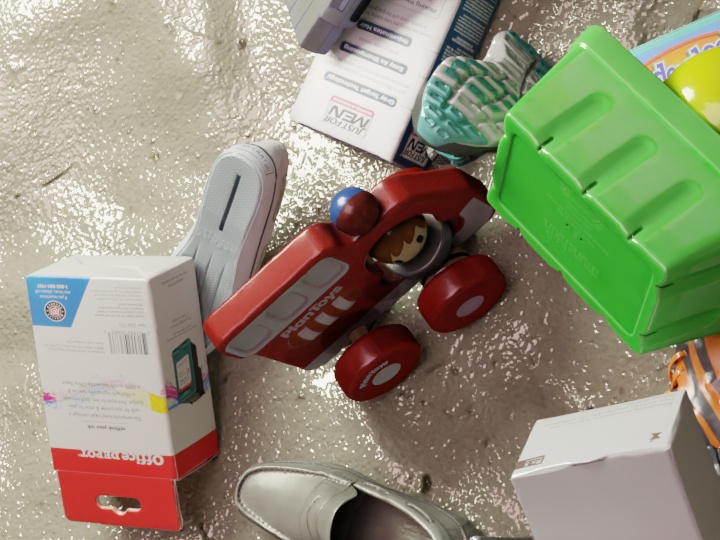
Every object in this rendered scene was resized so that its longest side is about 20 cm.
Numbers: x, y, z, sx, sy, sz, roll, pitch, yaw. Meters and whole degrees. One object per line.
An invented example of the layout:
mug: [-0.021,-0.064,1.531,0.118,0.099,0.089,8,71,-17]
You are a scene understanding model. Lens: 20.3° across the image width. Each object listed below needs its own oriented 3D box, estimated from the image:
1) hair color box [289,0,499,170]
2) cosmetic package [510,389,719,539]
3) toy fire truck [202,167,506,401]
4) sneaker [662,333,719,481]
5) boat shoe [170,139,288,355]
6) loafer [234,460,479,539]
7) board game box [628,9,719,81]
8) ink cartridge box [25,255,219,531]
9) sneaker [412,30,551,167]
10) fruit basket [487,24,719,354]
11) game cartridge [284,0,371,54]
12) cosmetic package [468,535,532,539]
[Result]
hair color box: [0.036,-0.183,1.515,0.100,0.060,0.201,25,92,29]
cosmetic package: [0.186,0.188,1.306,0.113,0.081,0.201,-12,109,24]
toy fire truck: [0.000,0.000,1.440,0.200,0.168,0.112,-41,66,15]
sneaker: [0.208,0.101,1.377,0.199,0.078,0.112,-11,68,20]
boat shoe: [-0.101,-0.011,1.553,0.073,0.067,0.200,38,121,15]
loafer: [-0.010,0.179,1.468,0.199,0.070,0.070,10,85,28]
board game box: [0.253,-0.074,1.393,0.152,0.045,0.201,-22,72,23]
ink cartridge box: [-0.180,0.093,1.550,0.116,0.067,0.201,2,106,28]
sneaker: [0.077,-0.103,1.418,0.078,0.200,0.091,46,117,7]
fruit basket: [0.214,-0.072,1.331,0.215,0.156,0.216,3,52,-4]
game cartridge: [0.003,-0.269,1.481,0.200,0.038,0.130,-53,41,33]
cosmetic package: [0.115,0.286,1.365,0.090,0.107,0.200,-39,68,17]
